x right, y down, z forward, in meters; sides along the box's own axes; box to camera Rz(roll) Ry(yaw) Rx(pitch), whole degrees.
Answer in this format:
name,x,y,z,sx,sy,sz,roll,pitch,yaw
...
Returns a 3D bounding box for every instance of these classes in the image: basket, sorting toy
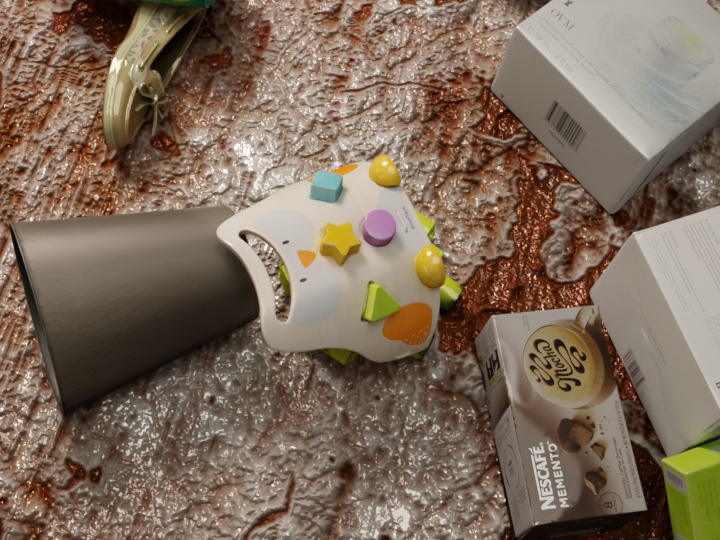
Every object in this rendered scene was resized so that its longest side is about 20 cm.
name,x,y,z,sx,sy,sz,roll,pitch,yaw
basket,-0.204,0.017,1.033,0.197,0.136,0.183,-17,101,-20
sorting toy,-0.034,-0.008,1.017,0.178,0.107,0.202,-18,73,-31

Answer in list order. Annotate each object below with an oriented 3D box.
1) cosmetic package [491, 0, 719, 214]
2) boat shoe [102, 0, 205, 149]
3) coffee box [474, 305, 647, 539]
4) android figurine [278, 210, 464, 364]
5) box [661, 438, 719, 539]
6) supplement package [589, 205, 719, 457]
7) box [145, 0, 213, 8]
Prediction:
name,x,y,z,sx,sy,sz,roll,pitch,yaw
cosmetic package,0.286,-0.211,1.201,0.199,0.123,0.200,-37,76,-22
boat shoe,-0.218,-0.213,1.162,0.062,0.074,0.203,13,65,2
coffee box,0.186,0.145,1.057,0.111,0.080,0.203,-4,67,-10
android figurine,0.000,0.000,1.116,0.198,0.041,0.183,31,68,4
box,0.384,0.206,1.045,0.197,0.048,0.124,-17,105,-14
supplement package,0.366,0.048,1.084,0.197,0.147,0.194,-17,70,-14
box,-0.236,-0.332,1.186,0.197,0.049,0.118,11,39,11
